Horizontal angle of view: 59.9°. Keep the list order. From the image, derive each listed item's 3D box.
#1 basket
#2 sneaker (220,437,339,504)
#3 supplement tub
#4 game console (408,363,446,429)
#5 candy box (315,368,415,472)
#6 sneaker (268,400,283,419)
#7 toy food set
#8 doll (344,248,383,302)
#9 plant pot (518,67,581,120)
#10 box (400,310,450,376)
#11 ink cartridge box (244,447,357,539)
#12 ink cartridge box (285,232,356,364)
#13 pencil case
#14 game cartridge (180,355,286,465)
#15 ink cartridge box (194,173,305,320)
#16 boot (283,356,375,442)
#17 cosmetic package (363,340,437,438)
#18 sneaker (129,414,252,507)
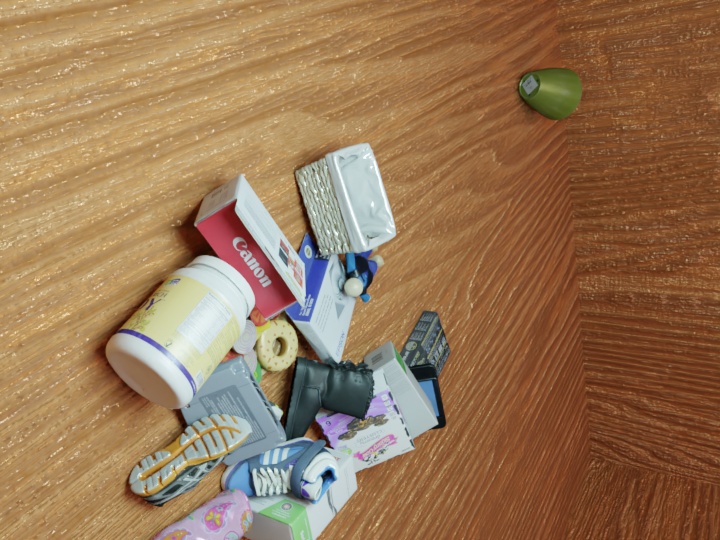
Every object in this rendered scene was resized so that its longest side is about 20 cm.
[{"bbox_3d":[-0.031,-0.138,1.260,0.135,0.122,0.202,-29,103,-52],"label":"basket"},{"bbox_3d":[-0.135,0.370,1.113,0.198,0.146,0.082,-13,106,-28],"label":"sneaker"},{"bbox_3d":[-0.264,0.089,0.944,0.201,0.144,0.146,-56,136,-37],"label":"supplement tub"},{"bbox_3d":[0.122,0.358,1.582,0.117,0.174,0.202,-81,160,-64],"label":"game console"},{"bbox_3d":[0.010,0.333,1.358,0.072,0.166,0.201,-111,178,-56],"label":"candy box"},{"bbox_3d":[-0.212,0.244,1.104,0.200,0.075,0.077,48,61,-42],"label":"sneaker"},{"bbox_3d":[-0.193,0.108,1.139,0.197,0.048,0.203,-24,113,-53],"label":"toy food set"},{"bbox_3d":[0.000,0.000,1.368,0.200,0.048,0.138,-62,133,-61],"label":"doll"},{"bbox_3d":[0.668,-0.654,2.267,0.198,0.186,0.190,-2,95,-41],"label":"plant pot"},{"bbox_3d":[0.175,0.237,1.704,0.201,0.049,0.162,-56,138,-37],"label":"box"},{"bbox_3d":[-0.119,0.429,1.194,0.200,0.144,0.085,-34,121,-49],"label":"ink cartridge box"},{"bbox_3d":[-0.076,0.057,1.279,0.201,0.040,0.201,59,34,-41],"label":"ink cartridge box"},{"bbox_3d":[-0.268,0.440,1.032,0.199,0.087,0.089,-21,110,-54],"label":"pencil case"},{"bbox_3d":[-0.220,0.239,1.047,0.041,0.132,0.202,-115,-176,-57],"label":"game cartridge"},{"bbox_3d":[-0.174,-0.031,1.011,0.201,0.083,0.176,57,8,-24],"label":"ink cartridge box"},{"bbox_3d":[-0.064,0.266,1.235,0.073,0.160,0.201,-150,-109,-79],"label":"boot"},{"bbox_3d":[0.092,0.282,1.468,0.201,0.084,0.108,56,6,-17],"label":"cosmetic package"},{"bbox_3d":[-0.264,0.302,0.998,0.198,0.078,0.078,-27,133,-17],"label":"sneaker"}]
